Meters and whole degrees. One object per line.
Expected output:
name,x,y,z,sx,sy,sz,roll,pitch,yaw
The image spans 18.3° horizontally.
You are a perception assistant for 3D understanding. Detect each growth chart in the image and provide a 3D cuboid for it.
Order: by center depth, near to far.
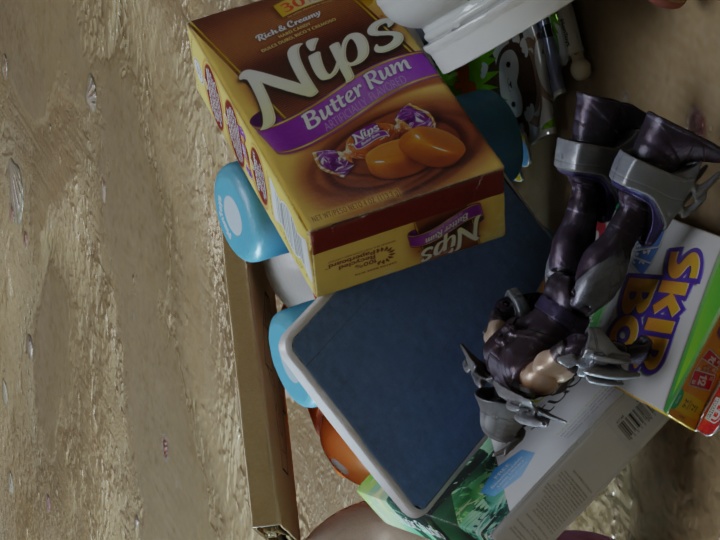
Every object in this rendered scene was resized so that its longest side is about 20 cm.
growth chart,0.085,-0.129,1.388,0.200,0.018,0.145,-44,59,56

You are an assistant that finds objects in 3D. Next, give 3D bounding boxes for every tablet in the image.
tablet,0.047,0.029,1.259,0.130,0.200,0.014,53,144,-14

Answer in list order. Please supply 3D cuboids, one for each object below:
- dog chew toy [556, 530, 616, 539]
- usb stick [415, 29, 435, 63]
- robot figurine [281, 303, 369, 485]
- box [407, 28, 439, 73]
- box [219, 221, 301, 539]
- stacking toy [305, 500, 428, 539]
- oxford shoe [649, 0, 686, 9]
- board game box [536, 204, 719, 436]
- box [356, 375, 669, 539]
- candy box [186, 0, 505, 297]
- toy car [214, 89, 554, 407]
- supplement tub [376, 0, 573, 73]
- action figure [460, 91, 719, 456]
dog chew toy,0.075,0.213,1.249,0.125,0.200,0.125,176,90,-69
usb stick,0.006,-0.142,1.468,0.055,0.033,0.200,58,150,-4
robot figurine,0.015,0.063,1.498,0.117,0.144,0.200,43,-160,-49
box,0.021,-0.089,1.452,0.041,0.039,0.200,61,168,20
box,-0.064,0.076,1.454,0.163,0.021,0.200,74,-170,-78
stacking toy,0.026,0.256,1.547,0.200,0.146,0.146,84,172,-62
oxford shoe,0.142,-0.237,1.175,0.075,0.070,0.200,-27,80,36
board game box,0.155,0.019,1.194,0.096,0.030,0.200,-62,27,1
box,0.090,0.099,1.286,0.036,0.144,0.200,49,165,-14
candy box,-0.011,-0.083,1.266,0.200,0.117,0.056,-122,19,-43
toy car,0.000,0.000,1.393,0.177,0.184,0.200,69,158,6
supplement tub,0.047,-0.226,1.240,0.200,0.145,0.145,59,159,-5
action figure,0.115,0.010,1.174,0.130,0.069,0.200,34,99,58
